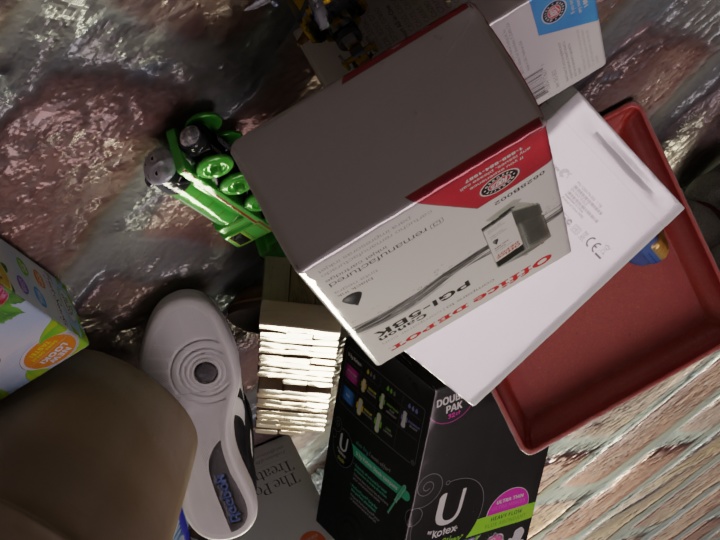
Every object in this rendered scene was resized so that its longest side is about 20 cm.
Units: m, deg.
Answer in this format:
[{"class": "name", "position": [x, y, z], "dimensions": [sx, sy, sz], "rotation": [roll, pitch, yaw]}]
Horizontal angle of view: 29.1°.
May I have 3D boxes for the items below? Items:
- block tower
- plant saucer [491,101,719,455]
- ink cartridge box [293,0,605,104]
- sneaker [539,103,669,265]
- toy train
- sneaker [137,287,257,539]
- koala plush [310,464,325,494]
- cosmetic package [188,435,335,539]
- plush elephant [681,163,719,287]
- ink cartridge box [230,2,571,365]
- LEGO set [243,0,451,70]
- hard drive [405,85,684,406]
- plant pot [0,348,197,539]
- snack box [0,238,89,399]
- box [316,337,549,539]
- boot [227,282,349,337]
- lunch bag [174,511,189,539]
[{"class": "block tower", "position": [-0.044, 0.055, 0.956], "dimensions": [0.053, 0.058, 0.200], "rotation": [4, 155, -3]}, {"class": "plant saucer", "position": [0.163, 0.005, 1.054], "dimensions": [0.198, 0.201, 0.037], "rotation": [-28, -173, -4]}, {"class": "ink cartridge box", "position": [0.038, -0.119, 0.808], "dimensions": [0.199, 0.068, 0.115], "rotation": [-31, 155, 2]}, {"class": "sneaker", "position": [0.137, -0.053, 0.986], "dimensions": [0.199, 0.076, 0.088], "rotation": [34, 118, -32]}, {"class": "toy train", "position": [-0.071, -0.043, 0.869], "dimensions": [0.056, 0.042, 0.200], "rotation": [-25, 155, 15]}, {"class": "sneaker", "position": [-0.120, 0.087, 1.019], "dimensions": [0.072, 0.112, 0.202], "rotation": [-8, 117, -3]}, {"class": "koala plush", "position": [0.038, 0.281, 1.362], "dimensions": [0.176, 0.201, 0.184], "rotation": [-5, 145, -39]}, {"class": "cosmetic package", "position": [-0.121, 0.249, 1.202], "dimensions": [0.198, 0.152, 0.052], "rotation": [-21, 153, -17]}, {"class": "plush elephant", "position": [0.289, -0.017, 1.146], "dimensions": [0.154, 0.164, 0.202], "rotation": [-32, 128, -26]}, {"class": "ink cartridge box", "position": [0.033, -0.037, 0.767], "dimensions": [0.146, 0.083, 0.200], "rotation": [-31, 159, 2]}, {"class": "LEGO set", "position": [0.034, -0.165, 0.668], "dimensions": [0.199, 0.116, 0.154], "rotation": [-29, 154, 0]}, {"class": "hard drive", "position": [0.106, -0.013, 0.929], "dimensions": [0.200, 0.027, 0.132], "rotation": [-45, 124, 10]}, {"class": "plant pot", "position": [-0.196, 0.153, 0.895], "dimensions": [0.174, 0.199, 0.201], "rotation": [-61, 174, -36]}, {"class": "snack box", "position": [-0.280, 0.055, 0.813], "dimensions": [0.199, 0.053, 0.142], "rotation": [-32, 155, 4]}, {"class": "box", "position": [0.065, 0.143, 1.153], "dimensions": [0.147, 0.124, 0.202], "rotation": [-9, 120, -35]}, {"class": "boot", "position": [0.000, 0.000, 0.995], "dimensions": [0.198, 0.076, 0.074], "rotation": [-11, 160, 3]}, {"class": "lunch bag", "position": [-0.189, 0.209, 1.067], "dimensions": [0.082, 0.162, 0.201], "rotation": [14, 150, 8]}]
